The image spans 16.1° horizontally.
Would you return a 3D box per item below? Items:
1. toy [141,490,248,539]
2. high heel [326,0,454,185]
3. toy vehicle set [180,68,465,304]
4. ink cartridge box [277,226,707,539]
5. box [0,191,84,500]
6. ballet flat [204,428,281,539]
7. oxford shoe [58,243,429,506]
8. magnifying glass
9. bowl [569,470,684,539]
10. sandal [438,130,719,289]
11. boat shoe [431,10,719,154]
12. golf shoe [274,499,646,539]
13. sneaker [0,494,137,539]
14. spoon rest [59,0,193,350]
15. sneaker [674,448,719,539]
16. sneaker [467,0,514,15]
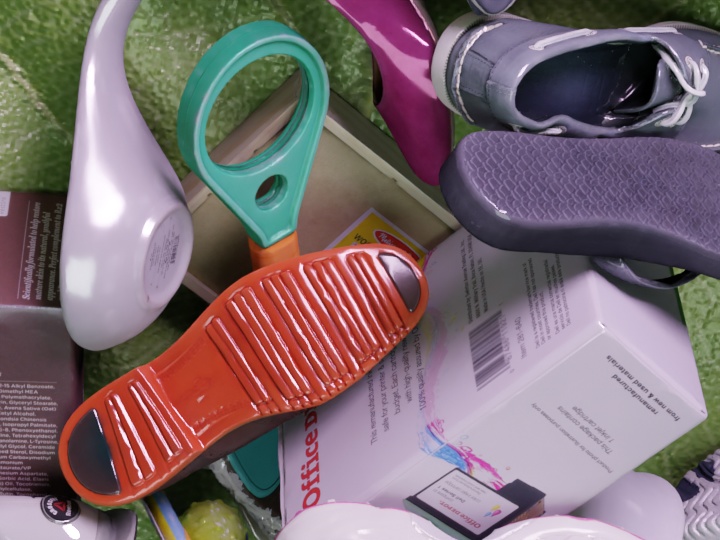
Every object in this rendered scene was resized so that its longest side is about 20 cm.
[{"bbox_3d":[-0.070,0.160,1.317,0.047,0.200,0.116,-25,124,-3],"label":"toy"},{"bbox_3d":[-0.017,-0.123,1.188,0.096,0.067,0.201,-17,110,-2],"label":"high heel"},{"bbox_3d":[0.000,0.000,1.301,0.200,0.027,0.124,38,116,-25],"label":"toy vehicle set"},{"bbox_3d":[0.058,0.059,1.239,0.200,0.145,0.084,-38,120,22],"label":"ink cartridge box"},{"bbox_3d":[-0.177,0.068,1.300,0.074,0.100,0.201,1,127,-3],"label":"box"},{"bbox_3d":[-0.053,0.109,1.358,0.071,0.072,0.200,-24,121,14],"label":"ballet flat"},{"bbox_3d":[-0.055,0.048,1.252,0.199,0.073,0.071,-28,81,5],"label":"oxford shoe"},{"bbox_3d":[-0.045,-0.034,1.229,0.079,0.022,0.201,-31,139,-24],"label":"magnifying glass"},{"bbox_3d":[0.065,0.154,1.320,0.201,0.201,0.090,-38,106,22],"label":"bowl"},{"bbox_3d":[0.119,-0.025,1.169,0.199,0.076,0.043,9,135,-29],"label":"sandal"},{"bbox_3d":[0.130,-0.081,1.193,0.199,0.062,0.073,6,104,-31],"label":"boat shoe"},{"bbox_3d":[0.057,0.161,1.169,0.199,0.092,0.076,3,127,-9],"label":"golf shoe"},{"bbox_3d":[-0.186,0.192,1.287,0.088,0.074,0.201,17,114,-14],"label":"sneaker"},{"bbox_3d":[-0.107,-0.059,1.211,0.060,0.099,0.201,18,102,21],"label":"spoon rest"},{"bbox_3d":[0.273,0.144,1.381,0.198,0.080,0.130,-23,115,2],"label":"sneaker"},{"bbox_3d":[0.125,-0.154,1.156,0.202,0.077,0.146,38,105,-15],"label":"sneaker"}]
